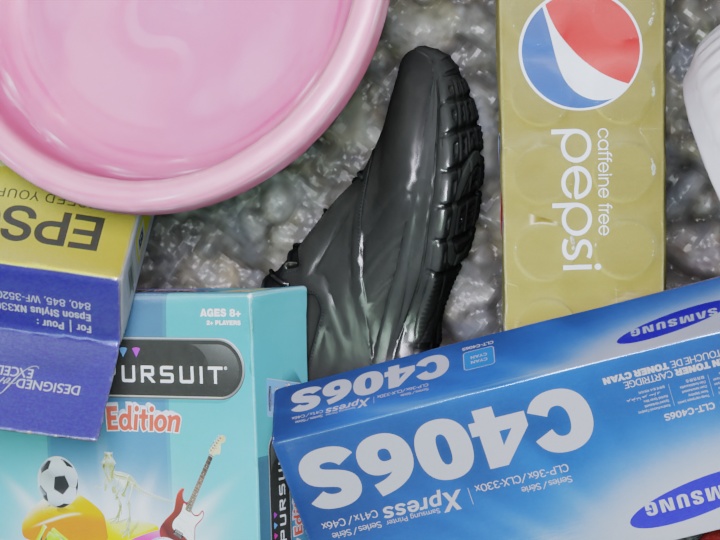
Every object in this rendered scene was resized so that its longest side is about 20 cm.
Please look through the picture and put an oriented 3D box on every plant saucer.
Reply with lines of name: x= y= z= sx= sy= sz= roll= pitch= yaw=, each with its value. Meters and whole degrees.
plant saucer: x=-0.078 y=-0.120 z=1.086 sx=0.200 sy=0.051 sz=0.201 roll=-3 pitch=81 yaw=17

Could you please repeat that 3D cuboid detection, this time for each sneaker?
sneaker: x=0.000 y=0.000 z=1.146 sx=0.090 sy=0.076 sz=0.201 roll=12 pitch=92 yaw=14

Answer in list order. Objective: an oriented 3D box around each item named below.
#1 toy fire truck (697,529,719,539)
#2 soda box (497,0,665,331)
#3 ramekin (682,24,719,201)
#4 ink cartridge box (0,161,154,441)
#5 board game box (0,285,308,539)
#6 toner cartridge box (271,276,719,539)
toy fire truck: x=0.224 y=0.145 z=1.087 sx=0.199 sy=0.168 sz=0.112 roll=8 pitch=129 yaw=6
soda box: x=0.091 y=-0.065 z=1.103 sx=0.067 sy=0.064 sz=0.201 roll=-2 pitch=107 yaw=2
ramekin: x=0.212 y=-0.034 z=1.058 sx=0.105 sy=0.200 sz=0.201 roll=-28 pitch=89 yaw=18
ink cartridge box: x=-0.185 y=-0.035 z=1.125 sx=0.197 sy=0.047 sz=0.200 roll=7 pitch=54 yaw=6
board game box: x=-0.095 y=0.108 z=1.146 sx=0.151 sy=0.047 sz=0.201 roll=-1 pitch=93 yaw=31
toner cartridge box: x=0.072 y=0.073 z=1.087 sx=0.199 sy=0.043 sz=0.095 roll=-15 pitch=120 yaw=9
